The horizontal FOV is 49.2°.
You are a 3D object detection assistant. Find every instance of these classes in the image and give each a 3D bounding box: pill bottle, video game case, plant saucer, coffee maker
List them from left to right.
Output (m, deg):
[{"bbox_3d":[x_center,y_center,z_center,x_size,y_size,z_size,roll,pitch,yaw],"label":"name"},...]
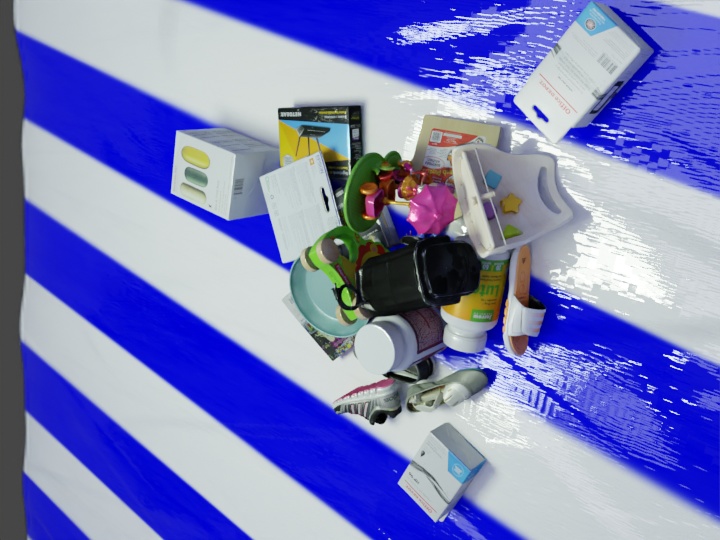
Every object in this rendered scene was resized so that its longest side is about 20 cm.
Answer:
[{"bbox_3d":[-0.057,0.043,1.633,0.198,0.036,0.203,14,121,25],"label":"plant saucer"},{"bbox_3d":[-0.056,0.080,1.700,0.182,0.036,0.200,49,130,0],"label":"video game case"},{"bbox_3d":[0.084,0.130,1.528,0.113,0.199,0.116,9,105,36],"label":"pill bottle"},{"bbox_3d":[0.085,0.023,1.383,0.136,0.191,0.199,59,152,-6],"label":"coffee maker"},{"bbox_3d":[0.210,0.045,1.467,0.110,0.110,0.203,20,112,33],"label":"pill bottle"}]

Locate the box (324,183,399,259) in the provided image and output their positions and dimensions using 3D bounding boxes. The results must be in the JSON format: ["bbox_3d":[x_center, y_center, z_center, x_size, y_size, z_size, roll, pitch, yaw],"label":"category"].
[{"bbox_3d":[-0.026,-0.092,1.666,0.199,0.048,0.160,-25,83,39],"label":"box"}]

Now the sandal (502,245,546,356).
[{"bbox_3d":[0.301,0.058,1.418,0.059,0.079,0.210,9,103,39],"label":"sandal"}]

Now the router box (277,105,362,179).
[{"bbox_3d":[-0.086,-0.273,1.672,0.198,0.051,0.151,7,105,37],"label":"router box"}]

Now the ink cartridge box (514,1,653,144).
[{"bbox_3d":[0.360,-0.318,1.287,0.116,0.067,0.200,52,126,18],"label":"ink cartridge box"}]

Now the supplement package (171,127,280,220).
[{"bbox_3d":[-0.308,-0.225,1.797,0.198,0.150,0.154,24,114,32],"label":"supplement package"}]

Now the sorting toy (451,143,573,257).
[{"bbox_3d":[0.268,-0.123,1.360,0.177,0.107,0.203,-14,71,-2],"label":"sorting toy"}]

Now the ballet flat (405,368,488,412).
[{"bbox_3d":[0.170,0.249,1.569,0.199,0.064,0.067,-22,120,42],"label":"ballet flat"}]

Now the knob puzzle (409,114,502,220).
[{"bbox_3d":[0.173,-0.181,1.484,0.217,0.030,0.223,-5,82,38],"label":"knob puzzle"}]

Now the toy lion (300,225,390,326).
[{"bbox_3d":[0.000,0.000,1.525,0.068,0.192,0.201,-24,103,42],"label":"toy lion"}]

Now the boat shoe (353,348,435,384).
[{"bbox_3d":[0.060,0.186,1.651,0.200,0.063,0.075,13,111,38],"label":"boat shoe"}]

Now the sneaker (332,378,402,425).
[{"bbox_3d":[0.016,0.297,1.701,0.199,0.073,0.088,-24,90,43],"label":"sneaker"}]

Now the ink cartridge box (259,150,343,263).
[{"bbox_3d":[-0.114,-0.133,1.670,0.198,0.040,0.202,-15,91,41],"label":"ink cartridge box"}]

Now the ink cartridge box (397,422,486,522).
[{"bbox_3d":[0.157,0.429,1.620,0.116,0.067,0.202,41,122,25],"label":"ink cartridge box"}]

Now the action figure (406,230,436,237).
[{"bbox_3d":[0.124,-0.049,1.560,0.065,0.051,0.202,32,120,23],"label":"action figure"}]

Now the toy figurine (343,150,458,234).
[{"bbox_3d":[0.097,-0.134,1.431,0.182,0.200,0.152,17,131,29],"label":"toy figurine"}]
